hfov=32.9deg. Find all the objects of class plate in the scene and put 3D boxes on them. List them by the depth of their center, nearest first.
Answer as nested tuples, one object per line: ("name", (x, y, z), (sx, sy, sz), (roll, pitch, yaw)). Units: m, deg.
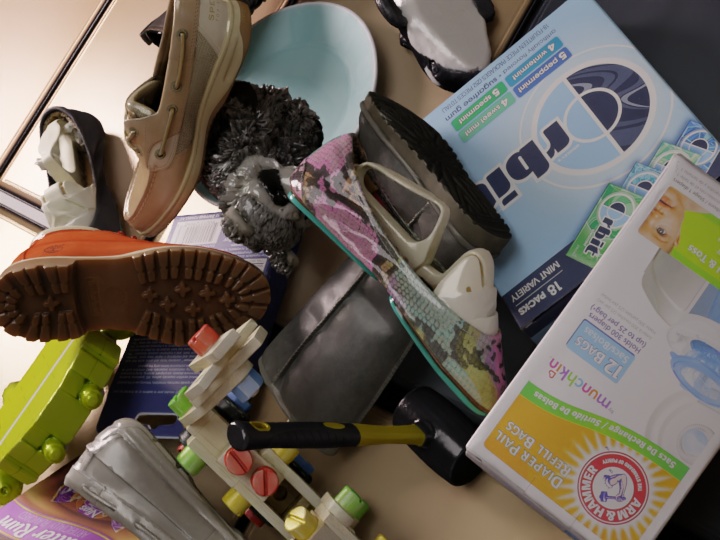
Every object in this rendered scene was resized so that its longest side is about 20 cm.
("plate", (-0.066, -0.135, 1.024), (0.198, 0.026, 0.203), (-17, 56, 25))

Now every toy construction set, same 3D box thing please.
("toy construction set", (-0.061, 0.128, 0.780), (0.091, 0.202, 0.131), (-31, 6, -7))

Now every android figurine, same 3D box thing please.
("android figurine", (-0.237, 0.096, 0.945), (0.183, 0.041, 0.200), (-56, 22, -7))

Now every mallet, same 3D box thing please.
("mallet", (-0.005, 0.095, 0.746), (0.066, 0.198, 0.042), (44, 114, 46))

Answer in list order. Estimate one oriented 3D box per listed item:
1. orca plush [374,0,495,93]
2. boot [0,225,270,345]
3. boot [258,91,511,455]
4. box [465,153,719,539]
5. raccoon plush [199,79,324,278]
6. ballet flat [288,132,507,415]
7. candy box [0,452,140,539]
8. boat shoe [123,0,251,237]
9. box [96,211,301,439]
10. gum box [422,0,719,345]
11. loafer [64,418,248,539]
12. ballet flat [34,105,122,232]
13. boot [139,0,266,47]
("orca plush", (0.033, -0.207, 0.965), (0.201, 0.105, 0.071), (50, 140, 16))
("boot", (-0.164, 0.001, 0.908), (0.197, 0.076, 0.108), (2, 23, -2))
("boot", (-0.002, -0.001, 0.855), (0.201, 0.072, 0.183), (-53, 44, 25))
("box", (0.160, 0.057, 0.688), (0.112, 0.101, 0.201), (36, 87, 13))
("raccoon plush", (-0.096, -0.051, 0.937), (0.199, 0.096, 0.136), (-31, 46, 55))
("ballet flat", (0.037, -0.006, 0.750), (0.071, 0.069, 0.200), (-44, 76, 16))
("candy box", (-0.216, 0.210, 0.845), (0.199, 0.057, 0.116), (-35, 42, -30))
("boat shoe", (-0.143, -0.113, 0.890), (0.201, 0.064, 0.073), (-60, 33, 33))
("box", (-0.123, 0.044, 0.944), (0.120, 0.032, 0.202), (-3, 55, 32))
("gum box", (0.140, -0.074, 0.837), (0.169, 0.044, 0.201), (-38, 49, 11))
("loafer", (-0.111, 0.188, 0.797), (0.070, 0.070, 0.200), (-42, 80, -10))
("ballet flat", (-0.258, -0.071, 1.088), (0.072, 0.073, 0.202), (-28, 52, 17))
("boot", (-0.087, -0.243, 1.051), (0.199, 0.069, 0.175), (11, 57, 48))
